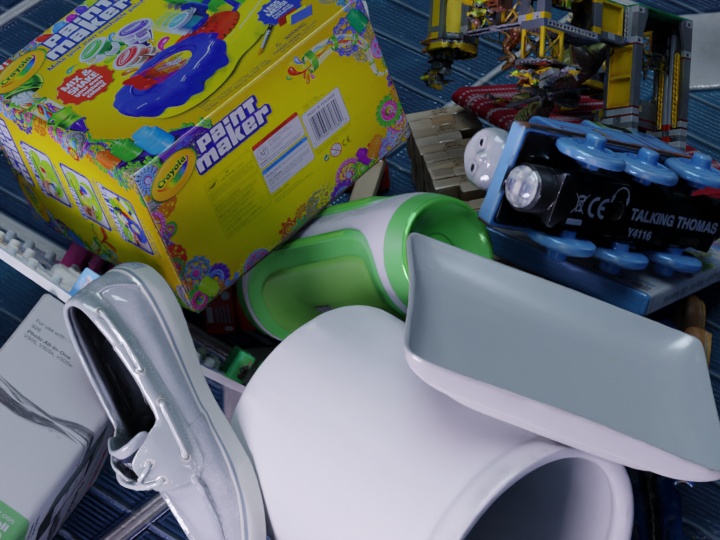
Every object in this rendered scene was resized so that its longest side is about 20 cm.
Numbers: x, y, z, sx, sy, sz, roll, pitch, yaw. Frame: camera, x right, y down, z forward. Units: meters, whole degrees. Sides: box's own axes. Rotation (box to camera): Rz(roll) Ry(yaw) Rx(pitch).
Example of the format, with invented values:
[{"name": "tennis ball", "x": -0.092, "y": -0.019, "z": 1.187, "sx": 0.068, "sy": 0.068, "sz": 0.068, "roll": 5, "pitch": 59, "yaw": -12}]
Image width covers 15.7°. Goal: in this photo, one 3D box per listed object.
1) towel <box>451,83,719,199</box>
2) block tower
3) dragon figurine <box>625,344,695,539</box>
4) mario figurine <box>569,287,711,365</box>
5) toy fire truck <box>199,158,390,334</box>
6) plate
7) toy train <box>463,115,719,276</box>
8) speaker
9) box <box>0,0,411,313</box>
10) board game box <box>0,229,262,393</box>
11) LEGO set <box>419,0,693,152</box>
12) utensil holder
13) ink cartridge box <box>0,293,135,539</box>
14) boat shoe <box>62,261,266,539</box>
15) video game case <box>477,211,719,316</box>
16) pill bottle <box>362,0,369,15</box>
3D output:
[{"name": "towel", "x": 0.179, "y": -0.086, "z": 1.893, "sx": 0.144, "sy": 0.023, "sz": 0.200, "roll": -6, "pitch": 31, "yaw": -44}, {"name": "block tower", "x": 0.082, "y": -0.038, "z": 1.862, "sx": 0.057, "sy": 0.054, "sz": 0.201, "roll": -11, "pitch": 41, "yaw": -6}, {"name": "dragon figurine", "x": 0.178, "y": 0.126, "z": 1.621, "sx": 0.058, "sy": 0.100, "sz": 0.201, "roll": -5, "pitch": 44, "yaw": 1}, {"name": "mario figurine", "x": 0.131, "y": 0.032, "z": 1.726, "sx": 0.199, "sy": 0.123, "sz": 0.107, "roll": 2, "pitch": 79, "yaw": -1}, {"name": "toy fire truck", "x": -0.047, "y": -0.036, "z": 1.877, "sx": 0.140, "sy": 0.049, "sz": 0.201, "roll": -5, "pitch": 40, "yaw": 1}, {"name": "plate", "x": 0.114, "y": 0.056, "z": 1.540, "sx": 0.199, "sy": 0.032, "sz": 0.200, "roll": 21, "pitch": 20, "yaw": -6}, {"name": "toy train", "x": 0.151, "y": -0.052, "z": 1.693, "sx": 0.199, "sy": 0.087, "sz": 0.114, "roll": 7, "pitch": 17, "yaw": -43}, {"name": "speaker", "x": 0.000, "y": 0.000, "z": 1.714, "sx": 0.088, "sy": 0.089, "sz": 0.200, "roll": -36, "pitch": 14, "yaw": -32}, {"name": "box", "x": -0.112, "y": -0.105, "z": 1.735, "sx": 0.200, "sy": 0.122, "sz": 0.192, "roll": -41, "pitch": 42, "yaw": -22}, {"name": "board game box", "x": -0.176, "y": 0.009, "z": 1.742, "sx": 0.200, "sy": 0.200, "sz": 0.026, "roll": 31, "pitch": 90, "yaw": 36}, {"name": "LEGO set", "x": 0.138, "y": -0.125, "z": 1.825, "sx": 0.153, "sy": 0.117, "sz": 0.199, "roll": -3, "pitch": -11, "yaw": 41}, {"name": "utensil holder", "x": 0.038, "y": 0.133, "z": 1.579, "sx": 0.169, "sy": 0.171, "sz": 0.200, "roll": -30, "pitch": 44, "yaw": -27}, {"name": "ink cartridge box", "x": -0.225, "y": 0.134, "z": 1.607, "sx": 0.084, "sy": 0.146, "sz": 0.200, "roll": 32, "pitch": 48, "yaw": 3}, {"name": "boat shoe", "x": -0.124, "y": 0.097, "z": 1.571, "sx": 0.071, "sy": 0.202, "sz": 0.070, "roll": -26, "pitch": 5, "yaw": -37}, {"name": "video game case", "x": 0.173, "y": -0.020, "z": 1.787, "sx": 0.143, "sy": 0.018, "sz": 0.200, "roll": 24, "pitch": 21, "yaw": 25}, {"name": "pill bottle", "x": -0.090, "y": -0.151, "z": 1.970, "sx": 0.199, "sy": 0.113, "sz": 0.113, "roll": -6, "pitch": 40, "yaw": -2}]
